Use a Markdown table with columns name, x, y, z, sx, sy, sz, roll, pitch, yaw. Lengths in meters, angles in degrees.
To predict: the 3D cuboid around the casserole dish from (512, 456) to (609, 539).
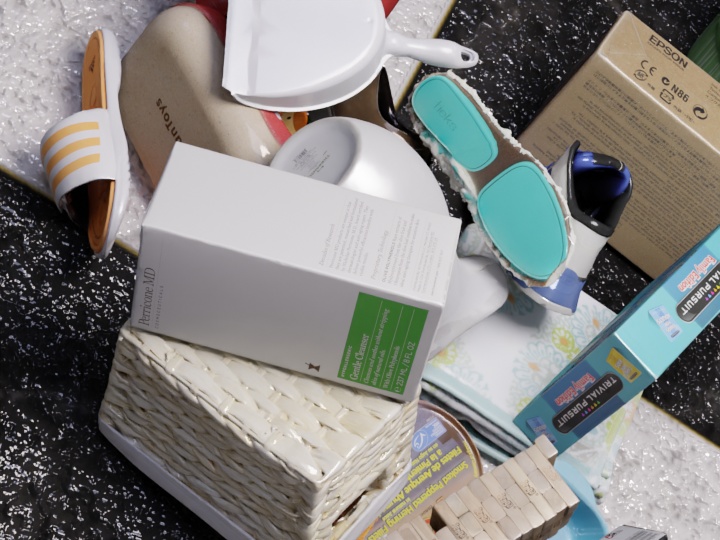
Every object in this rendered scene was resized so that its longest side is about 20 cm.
| name | x | y | z | sx | sy | sz | roll | pitch | yaw |
| --- | --- | --- | --- | --- | --- | --- | --- | --- | --- |
| casserole dish | 0.108 | 0.229 | 1.300 | 0.121 | 0.039 | 0.200 | 43 | 62 | -19 |

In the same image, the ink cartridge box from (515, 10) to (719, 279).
| name | x | y | z | sx | sy | sz | roll | pitch | yaw |
| --- | --- | --- | --- | --- | --- | --- | --- | --- | --- |
| ink cartridge box | 0.248 | -0.097 | 1.497 | 0.200 | 0.165 | 0.075 | 38 | 51 | -3 |

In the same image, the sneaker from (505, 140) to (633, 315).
| name | x | y | z | sx | sy | sz | roll | pitch | yaw |
| --- | --- | --- | --- | --- | --- | --- | --- | --- | --- |
| sneaker | 0.164 | -0.058 | 1.420 | 0.080 | 0.115 | 0.200 | 27 | 21 | -23 |

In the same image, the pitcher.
| name | x | y | z | sx | sy | sz | roll | pitch | yaw |
| --- | --- | --- | --- | --- | --- | --- | --- | --- | --- |
| pitcher | 0.000 | 0.000 | 1.277 | 0.172 | 0.121 | 0.200 | -50 | 133 | -10 |

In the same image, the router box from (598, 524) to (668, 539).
| name | x | y | z | sx | sy | sz | roll | pitch | yaw |
| --- | --- | --- | --- | --- | --- | --- | --- | --- | --- |
| router box | 0.156 | 0.294 | 1.265 | 0.199 | 0.051 | 0.150 | -25 | 106 | -35 |

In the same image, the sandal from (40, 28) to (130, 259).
| name | x | y | z | sx | sy | sz | roll | pitch | yaw |
| --- | --- | --- | --- | --- | --- | --- | --- | --- | --- |
| sandal | -0.214 | -0.098 | 1.328 | 0.059 | 0.079 | 0.207 | 6 | 52 | -22 |

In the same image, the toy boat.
| name | x | y | z | sx | sy | sz | roll | pitch | yaw |
| --- | --- | --- | --- | --- | --- | --- | --- | --- | --- |
| toy boat | -0.093 | -0.109 | 1.364 | 0.130 | 0.130 | 0.201 | -15 | 71 | -44 |

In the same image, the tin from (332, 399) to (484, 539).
| name | x | y | z | sx | sy | sz | roll | pitch | yaw |
| --- | --- | --- | --- | --- | --- | --- | --- | --- | --- |
| tin | 0.008 | 0.175 | 1.305 | 0.200 | 0.042 | 0.112 | -33 | 77 | -36 |

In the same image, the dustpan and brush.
| name | x | y | z | sx | sy | sz | roll | pitch | yaw |
| --- | --- | --- | --- | --- | --- | --- | --- | --- | --- |
| dustpan and brush | -0.003 | -0.178 | 1.324 | 0.199 | 0.057 | 0.140 | 5 | 76 | -8 |

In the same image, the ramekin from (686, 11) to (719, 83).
| name | x | y | z | sx | sy | sz | roll | pitch | yaw |
| --- | --- | --- | --- | --- | --- | --- | --- | --- | --- |
| ramekin | 0.401 | -0.175 | 1.659 | 0.199 | 0.098 | 0.201 | 12 | 59 | -20 |

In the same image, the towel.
| name | x | y | z | sx | sy | sz | roll | pitch | yaw |
| --- | --- | --- | --- | --- | --- | --- | --- | --- | --- |
| towel | 0.136 | 0.077 | 1.420 | 0.200 | 0.048 | 0.172 | 34 | 50 | -6 |

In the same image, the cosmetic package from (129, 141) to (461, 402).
| name | x | y | z | sx | sy | sz | roll | pitch | yaw |
| --- | --- | --- | --- | --- | --- | --- | --- | --- | --- |
| cosmetic package | -0.044 | 0.001 | 1.161 | 0.199 | 0.108 | 0.085 | 13 | 48 | 1 |

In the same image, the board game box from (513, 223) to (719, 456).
| name | x | y | z | sx | sy | sz | roll | pitch | yaw |
| --- | --- | --- | --- | --- | --- | --- | --- | --- | --- |
| board game box | 0.223 | 0.047 | 1.357 | 0.047 | 0.151 | 0.200 | 47 | 51 | 5 |

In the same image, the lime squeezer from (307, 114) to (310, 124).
| name | x | y | z | sx | sy | sz | roll | pitch | yaw |
| --- | --- | --- | --- | --- | --- | --- | --- | --- | --- |
| lime squeezer | 0.013 | -0.078 | 1.458 | 0.071 | 0.038 | 0.200 | -40 | 85 | -4 |

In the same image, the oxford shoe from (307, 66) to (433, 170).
| name | x | y | z | sx | sy | sz | roll | pitch | yaw |
| --- | --- | --- | --- | --- | --- | --- | --- | --- | --- |
| oxford shoe | 0.024 | -0.070 | 1.393 | 0.073 | 0.084 | 0.201 | 1 | 70 | -74 |

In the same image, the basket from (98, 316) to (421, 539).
| name | x | y | z | sx | sy | sz | roll | pitch | yaw |
| --- | --- | --- | --- | --- | --- | --- | --- | --- | --- |
| basket | -0.068 | 0.095 | 1.227 | 0.200 | 0.124 | 0.135 | 36 | 51 | 17 |

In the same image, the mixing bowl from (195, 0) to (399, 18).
| name | x | y | z | sx | sy | sz | roll | pitch | yaw |
| --- | --- | --- | --- | --- | --- | --- | --- | --- | --- |
| mixing bowl | -0.059 | -0.229 | 1.416 | 0.199 | 0.200 | 0.109 | 22 | 70 | -14 |

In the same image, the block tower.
| name | x | y | z | sx | sy | sz | roll | pitch | yaw |
| --- | --- | --- | --- | --- | --- | --- | --- | --- | --- |
| block tower | 0.063 | 0.195 | 1.230 | 0.200 | 0.054 | 0.058 | -31 | 67 | -18 |

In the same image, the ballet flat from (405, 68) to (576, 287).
| name | x | y | z | sx | sy | sz | roll | pitch | yaw |
| --- | --- | --- | --- | --- | --- | --- | --- | --- | --- |
| ballet flat | 0.107 | -0.070 | 1.353 | 0.072 | 0.072 | 0.200 | -16 | 64 | -32 |
